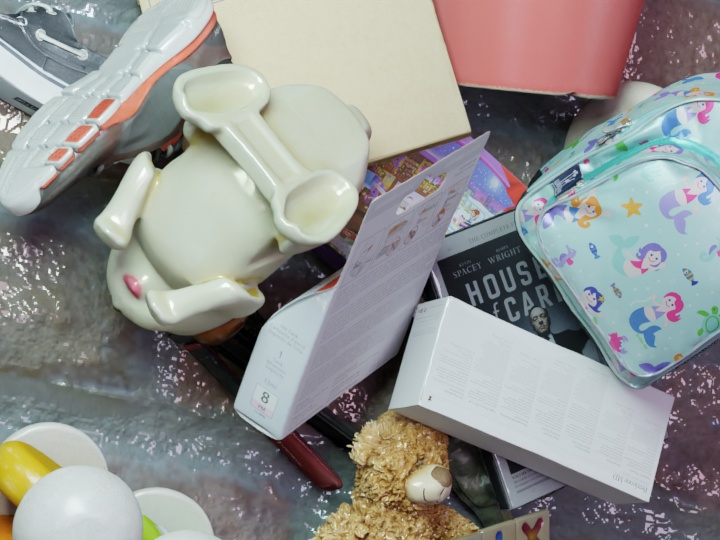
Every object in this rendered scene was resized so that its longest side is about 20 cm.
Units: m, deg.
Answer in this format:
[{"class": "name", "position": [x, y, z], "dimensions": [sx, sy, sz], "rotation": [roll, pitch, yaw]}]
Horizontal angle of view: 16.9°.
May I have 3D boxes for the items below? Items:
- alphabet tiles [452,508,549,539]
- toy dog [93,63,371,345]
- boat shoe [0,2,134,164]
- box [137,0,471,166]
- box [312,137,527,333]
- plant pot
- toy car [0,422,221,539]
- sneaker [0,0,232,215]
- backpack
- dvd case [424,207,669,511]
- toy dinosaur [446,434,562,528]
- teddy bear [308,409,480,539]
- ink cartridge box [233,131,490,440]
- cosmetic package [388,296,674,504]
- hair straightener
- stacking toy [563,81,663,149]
[{"class": "alphabet tiles", "position": [0.100, 0.278, 1.753], "dimensions": [0.166, 0.006, 0.201], "rotation": [-13, 108, -38]}, {"class": "toy dog", "position": [-0.095, -0.037, 1.604], "dimensions": [0.140, 0.200, 0.194], "rotation": [44, 36, 0]}, {"class": "boat shoe", "position": [-0.220, -0.148, 1.641], "dimensions": [0.200, 0.072, 0.068], "rotation": [30, 77, -23]}, {"class": "box", "position": [-0.040, -0.143, 1.698], "dimensions": [0.199, 0.021, 0.164], "rotation": [-17, 86, -1]}, {"class": "box", "position": [0.033, -0.047, 1.768], "dimensions": [0.200, 0.039, 0.137], "rotation": [41, 72, -17]}, {"class": "plant pot", "position": [0.123, -0.217, 1.750], "dimensions": [0.199, 0.200, 0.178], "rotation": [4, 96, -24]}, {"class": "toy car", "position": [-0.178, 0.203, 1.586], "dimensions": [0.200, 0.175, 0.150], "rotation": [34, 89, -19]}, {"class": "sneaker", "position": [-0.152, -0.094, 1.610], "dimensions": [0.200, 0.077, 0.082], "rotation": [-45, 124, -18]}, {"class": "backpack", "position": [0.223, -0.033, 1.681], "dimensions": [0.200, 0.151, 0.178], "rotation": [-33, 98, 14]}, {"class": "dvd case", "position": [0.132, 0.055, 1.768], "dimensions": [0.150, 0.025, 0.201], "rotation": [-21, 94, -27]}, {"class": "toy dinosaur", "position": [0.102, 0.148, 1.786], "dimensions": [0.088, 0.047, 0.200], "rotation": [-36, 104, -18]}, {"class": "teddy bear", "position": [0.022, 0.202, 1.713], "dimensions": [0.145, 0.067, 0.201], "rotation": [28, 90, -28]}, {"class": "ink cartridge box", "position": [0.000, 0.000, 1.631], "dimensions": [0.057, 0.201, 0.162], "rotation": [30, 33, 20]}, {"class": "cosmetic package", "position": [0.122, 0.094, 1.716], "dimensions": [0.199, 0.051, 0.083], "rotation": [25, 70, -24]}, {"class": "hair straightener", "position": [-0.068, 0.065, 1.720], "dimensions": [0.200, 0.041, 0.077], "rotation": [43, 67, -11]}, {"class": "stacking toy", "position": [0.263, -0.086, 1.850], "dimensions": [0.200, 0.146, 0.147], "rotation": [-18, 94, -44]}]
